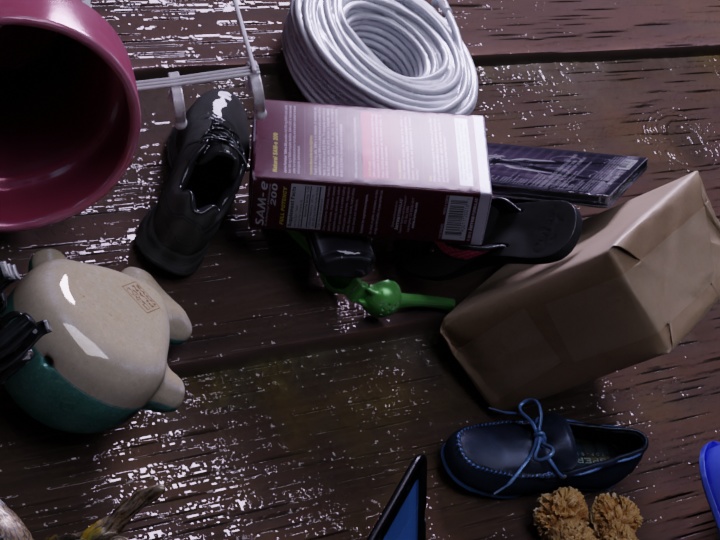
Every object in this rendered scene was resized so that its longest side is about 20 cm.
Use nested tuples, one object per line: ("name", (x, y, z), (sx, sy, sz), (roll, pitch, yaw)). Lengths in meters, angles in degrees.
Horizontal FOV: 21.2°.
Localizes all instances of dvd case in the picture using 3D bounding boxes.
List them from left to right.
("dvd case", (0.146, -0.089, 1.742), (0.199, 0.016, 0.149), (7, 19, 20))

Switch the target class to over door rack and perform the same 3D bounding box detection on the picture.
("over door rack", (-0.163, -0.187, 1.637), (0.147, 0.067, 0.200), (-8, 45, -7))

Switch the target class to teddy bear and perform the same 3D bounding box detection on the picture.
("teddy bear", (0.203, 0.266, 1.585), (0.145, 0.067, 0.200), (27, 47, -15))

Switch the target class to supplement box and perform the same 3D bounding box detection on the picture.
("supplement box", (0.006, -0.084, 1.622), (0.199, 0.061, 0.109), (5, 42, -5))

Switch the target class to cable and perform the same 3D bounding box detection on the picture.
("cable", (0.017, -0.199, 1.797), (0.199, 0.069, 0.200), (4, 49, -37))

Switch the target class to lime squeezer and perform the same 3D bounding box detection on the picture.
("lime squeezer", (0.000, 0.000, 1.667), (0.200, 0.038, 0.071), (28, 45, -15))

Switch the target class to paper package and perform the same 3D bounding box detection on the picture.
("paper package", (0.205, 0.019, 1.675), (0.191, 0.200, 0.104), (-38, 100, -48))

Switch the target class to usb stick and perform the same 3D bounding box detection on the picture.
("usb stick", (-0.035, -0.069, 1.670), (0.055, 0.033, 0.200), (-1, 45, -19))

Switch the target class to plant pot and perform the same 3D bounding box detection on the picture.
("plant pot", (-0.280, -0.160, 1.488), (0.199, 0.200, 0.179), (14, 35, -28))

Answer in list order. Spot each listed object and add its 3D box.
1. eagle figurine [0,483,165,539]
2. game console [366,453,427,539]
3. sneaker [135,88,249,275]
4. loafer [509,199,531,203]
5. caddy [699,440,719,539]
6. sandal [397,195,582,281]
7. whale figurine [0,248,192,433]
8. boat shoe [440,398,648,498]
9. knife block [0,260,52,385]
("eagle figurine", (-0.250, 0.187, 1.263), (0.151, 0.152, 0.200), (27, 12, 34))
("game console", (0.049, 0.273, 1.432), (0.176, 0.116, 0.200), (39, 44, -4))
("sneaker", (-0.123, -0.087, 1.605), (0.076, 0.091, 0.200), (25, 45, -16))
("loafer", (0.151, -0.071, 1.814), (0.072, 0.063, 0.200), (51, 43, 10))
("caddy", (0.367, 0.235, 1.710), (0.141, 0.105, 0.201), (26, 40, -50))
("sandal", (0.103, -0.036, 1.657), (0.045, 0.200, 0.075), (32, 65, -37))
("whale figurine", (-0.201, 0.056, 1.450), (0.159, 0.104, 0.200), (45, 19, 3))
("boat shoe", (0.159, 0.146, 1.647), (0.199, 0.069, 0.084), (-2, 59, -37))
("knife block", (-0.302, 0.078, 1.280), (0.064, 0.176, 0.200), (48, 43, 7))
